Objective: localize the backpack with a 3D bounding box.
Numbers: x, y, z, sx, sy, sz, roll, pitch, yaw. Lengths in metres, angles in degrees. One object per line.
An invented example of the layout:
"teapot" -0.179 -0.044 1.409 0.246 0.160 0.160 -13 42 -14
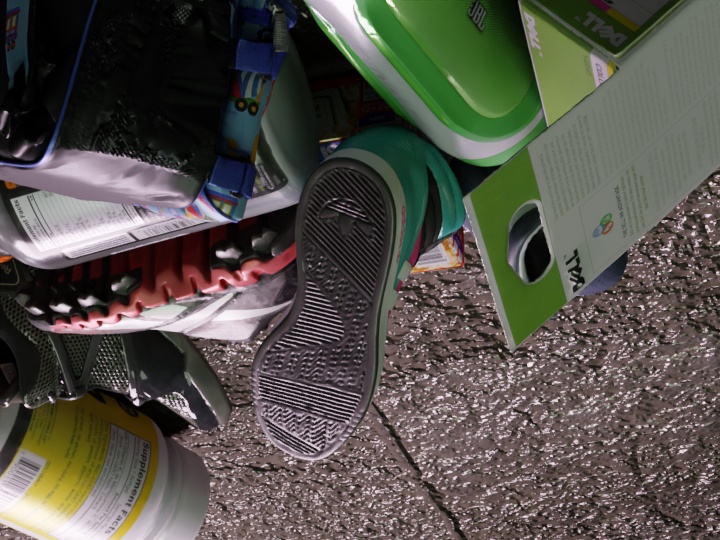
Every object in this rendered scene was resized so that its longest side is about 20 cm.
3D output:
"backpack" -0.109 -0.134 0.981 0.133 0.202 0.182 14 175 -25

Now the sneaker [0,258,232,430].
"sneaker" -0.172 0.059 1.336 0.199 0.114 0.076 46 172 -37

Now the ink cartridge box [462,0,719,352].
"ink cartridge box" 0.115 -0.078 1.077 0.200 0.076 0.148 -41 147 -13

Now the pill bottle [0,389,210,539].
"pill bottle" -0.209 0.137 1.479 0.114 0.115 0.199 -26 138 34

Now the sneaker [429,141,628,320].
"sneaker" 0.121 -0.010 1.229 0.070 0.109 0.200 -50 140 7

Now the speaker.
"speaker" 0.030 -0.136 1.084 0.088 0.089 0.200 -17 143 25

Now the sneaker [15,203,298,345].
"sneaker" -0.105 0.008 1.234 0.199 0.071 0.098 -15 142 21

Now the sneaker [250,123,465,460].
"sneaker" 0.000 0.000 1.160 0.083 0.121 0.201 25 125 13

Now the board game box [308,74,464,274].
"board game box" -0.050 -0.045 1.260 0.198 0.047 0.152 -8 146 13

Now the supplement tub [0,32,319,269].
"supplement tub" -0.132 -0.073 1.141 0.198 0.123 0.123 -14 144 15
